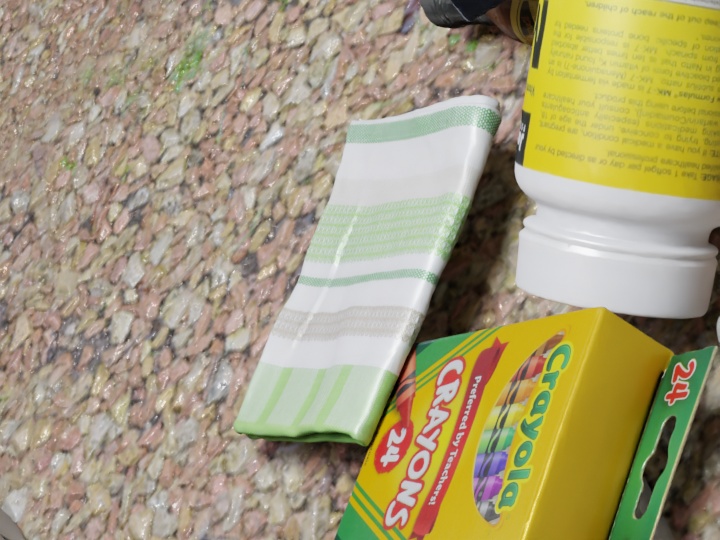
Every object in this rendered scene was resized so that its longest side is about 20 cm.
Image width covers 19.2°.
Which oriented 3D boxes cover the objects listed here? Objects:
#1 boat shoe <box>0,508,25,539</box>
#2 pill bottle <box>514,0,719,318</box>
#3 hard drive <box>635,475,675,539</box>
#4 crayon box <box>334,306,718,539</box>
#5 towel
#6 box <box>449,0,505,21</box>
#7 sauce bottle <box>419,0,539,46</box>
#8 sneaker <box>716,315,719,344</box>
[{"bbox_3d":[-0.247,0.196,1.301,0.093,0.075,0.200,-51,42,-1],"label":"boat shoe"},{"bbox_3d":[0.135,-0.084,1.017,0.114,0.114,0.200,18,103,48],"label":"pill bottle"},{"bbox_3d":[0.076,0.197,1.018,0.200,0.026,0.132,-41,44,19],"label":"hard drive"},{"bbox_3d":[0.073,0.089,1.016,0.200,0.051,0.127,-15,48,56],"label":"crayon box"},{"bbox_3d":[0.000,0.000,1.164,0.149,0.031,0.200,-9,55,62],"label":"towel"},{"bbox_3d":[0.108,-0.265,1.127,0.197,0.117,0.200,-29,28,23],"label":"box"},{"bbox_3d":[0.116,-0.152,1.154,0.200,0.065,0.065,6,72,48],"label":"sauce bottle"},{"bbox_3d":[0.187,0.099,0.931,0.092,0.076,0.200,-43,42,25],"label":"sneaker"}]
